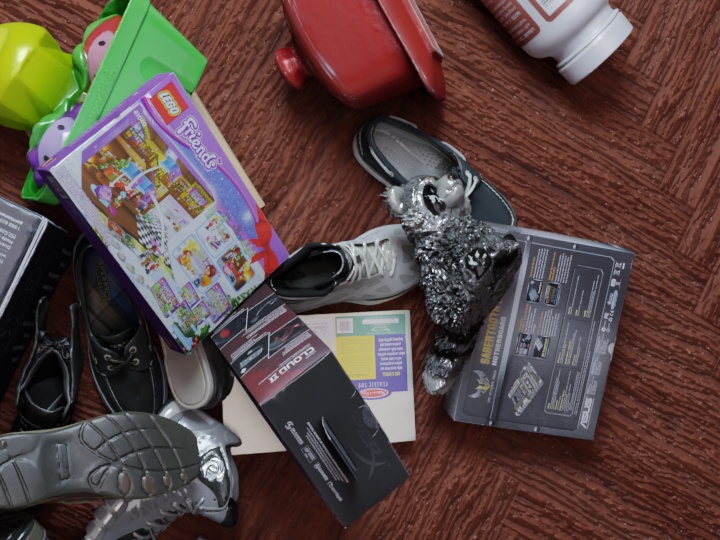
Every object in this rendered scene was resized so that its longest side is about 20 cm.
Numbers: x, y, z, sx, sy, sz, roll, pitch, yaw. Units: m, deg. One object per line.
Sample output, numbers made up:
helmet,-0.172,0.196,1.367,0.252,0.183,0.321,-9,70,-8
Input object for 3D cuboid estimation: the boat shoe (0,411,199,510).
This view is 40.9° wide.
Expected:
boat shoe,-0.242,0.167,0.844,0.197,0.074,0.077,2,74,-26

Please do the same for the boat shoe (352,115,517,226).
boat shoe,0.081,-0.089,0.986,0.198,0.060,0.077,27,81,-10

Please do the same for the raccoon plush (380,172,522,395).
raccoon plush,0.061,0.005,0.923,0.133,0.096,0.202,35,107,25

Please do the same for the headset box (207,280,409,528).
headset box,-0.048,0.114,0.836,0.075,0.200,0.150,-36,119,-10

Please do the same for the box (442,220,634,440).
box,0.181,0.063,0.987,0.156,0.048,0.204,9,98,-10

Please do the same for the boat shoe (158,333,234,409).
boat shoe,-0.165,0.031,0.920,0.066,0.057,0.204,-14,86,24

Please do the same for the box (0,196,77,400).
box,-0.348,0.030,0.825,0.122,0.200,0.199,24,83,-7

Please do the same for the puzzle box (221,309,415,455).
puzzle box,-0.043,0.111,0.971,0.196,0.025,0.136,-2,88,-12

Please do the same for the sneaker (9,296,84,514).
sneaker,-0.291,0.127,0.880,0.059,0.104,0.203,13,85,-10

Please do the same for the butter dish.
butter dish,-0.015,-0.228,0.930,0.146,0.200,0.202,-28,94,12

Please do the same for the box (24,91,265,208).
box,-0.212,-0.105,0.948,0.162,0.021,0.202,-33,94,-11

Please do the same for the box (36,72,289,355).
box,-0.164,-0.047,0.836,0.137,0.039,0.201,-44,119,-24

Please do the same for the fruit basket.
fruit basket,-0.268,-0.161,0.863,0.212,0.155,0.220,-3,97,-27

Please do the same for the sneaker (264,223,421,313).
sneaker,0.000,0.001,0.938,0.197,0.115,0.077,-15,90,-12

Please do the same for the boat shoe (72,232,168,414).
boat shoe,-0.230,0.062,0.907,0.068,0.057,0.203,-16,102,-9

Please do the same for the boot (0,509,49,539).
boot,-0.293,0.299,0.881,0.073,0.180,0.202,-45,124,-28

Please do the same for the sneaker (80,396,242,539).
sneaker,-0.177,0.228,0.901,0.114,0.075,0.202,28,82,9

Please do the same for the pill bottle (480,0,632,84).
pill bottle,0.183,-0.295,0.990,0.112,0.112,0.200,-44,97,-10

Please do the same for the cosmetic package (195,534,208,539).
cosmetic package,-0.090,0.360,0.863,0.198,0.199,0.124,33,82,-8
